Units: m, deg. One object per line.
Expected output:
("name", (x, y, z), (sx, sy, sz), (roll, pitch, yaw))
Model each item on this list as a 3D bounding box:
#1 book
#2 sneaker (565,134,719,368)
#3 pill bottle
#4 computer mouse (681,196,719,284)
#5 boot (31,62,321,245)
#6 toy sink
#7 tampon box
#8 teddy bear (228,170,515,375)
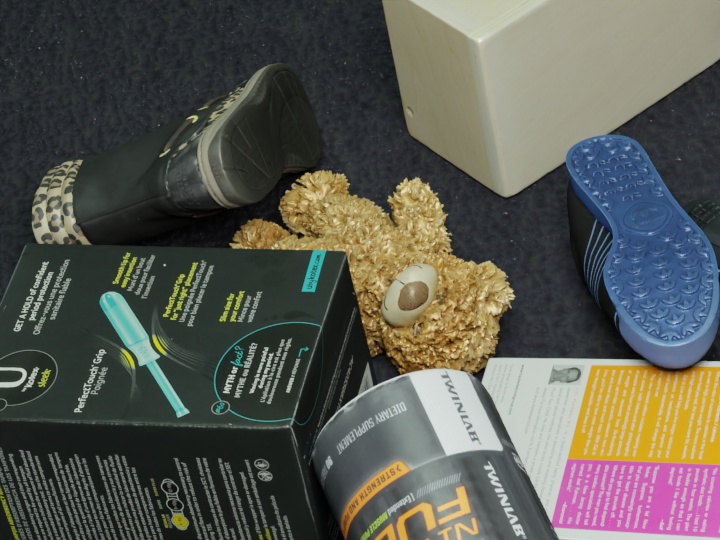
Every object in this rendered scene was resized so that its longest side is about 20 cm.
("book", (0.154, 0.110, 1.641), (0.199, 0.048, 0.134), (3, 45, 19))
("sneaker", (0.169, 0.004, 1.726), (0.070, 0.078, 0.200), (-12, 38, -2))
("pill bottle", (0.056, 0.159, 1.547), (0.106, 0.106, 0.200), (-20, 58, -9))
("computer mouse", (0.224, 0.010, 1.700), (0.034, 0.059, 0.200), (-24, 24, -3))
("boot", (-0.114, -0.066, 1.868), (0.150, 0.073, 0.200), (-19, 13, 20))
("toy sink", (0.125, -0.166, 1.891), (0.200, 0.131, 0.112), (-34, 45, -21))
("tampon box", (-0.107, 0.079, 1.675), (0.199, 0.126, 0.150), (1, 43, 16))
("teddy bear", (0.000, 0.000, 1.783), (0.145, 0.067, 0.200), (-25, 42, -10))
